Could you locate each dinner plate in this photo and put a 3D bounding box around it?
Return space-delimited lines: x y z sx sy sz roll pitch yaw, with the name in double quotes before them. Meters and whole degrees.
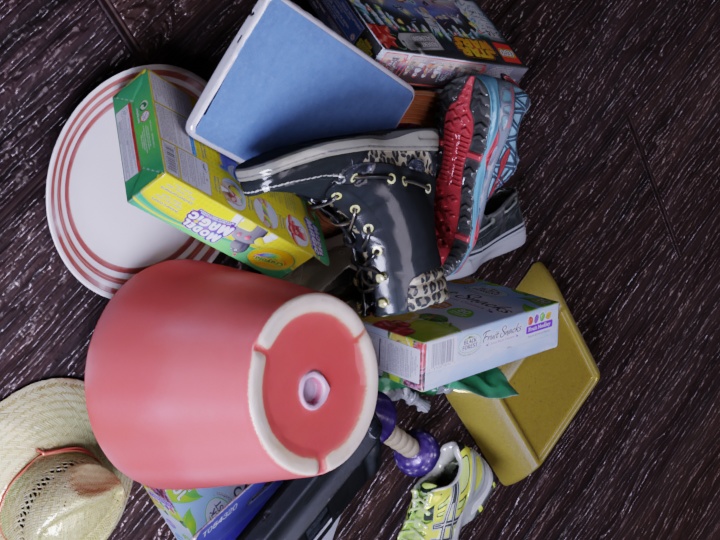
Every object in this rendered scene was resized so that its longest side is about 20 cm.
"dinner plate" -0.180 -0.073 1.133 0.199 0.024 0.202 -16 113 -42

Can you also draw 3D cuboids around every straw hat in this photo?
"straw hat" -0.245 0.195 1.108 0.200 0.085 0.203 -16 113 -41

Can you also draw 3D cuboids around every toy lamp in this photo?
"toy lamp" 0.027 0.159 1.337 0.059 0.058 0.200 -64 155 -8

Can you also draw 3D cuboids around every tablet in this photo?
"tablet" -0.044 -0.133 1.108 0.200 0.014 0.131 26 98 -49

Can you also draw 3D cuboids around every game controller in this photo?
"game controller" -0.046 0.203 1.150 0.200 0.042 0.105 -48 158 -27

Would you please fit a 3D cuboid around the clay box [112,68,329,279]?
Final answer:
"clay box" -0.110 -0.070 1.106 0.047 0.116 0.200 -33 140 24

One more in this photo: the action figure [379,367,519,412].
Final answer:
"action figure" 0.052 0.109 1.384 0.199 0.118 0.055 1 114 -37

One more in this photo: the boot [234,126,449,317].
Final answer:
"boot" -0.004 -0.034 1.106 0.203 0.073 0.155 -13 98 -41

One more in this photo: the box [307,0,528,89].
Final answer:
"box" 0.048 -0.226 1.235 0.199 0.137 0.040 -2 141 -45

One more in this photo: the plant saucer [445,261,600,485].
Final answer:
"plant saucer" 0.204 0.128 1.567 0.200 0.048 0.200 -51 132 -20

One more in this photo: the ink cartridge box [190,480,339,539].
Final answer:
"ink cartridge box" -0.082 0.245 1.205 0.196 0.043 0.201 -38 157 -38

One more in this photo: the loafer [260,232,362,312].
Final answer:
"loafer" 0.000 0.000 1.280 0.199 0.068 0.076 -23 147 -24

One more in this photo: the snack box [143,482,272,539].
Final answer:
"snack box" -0.100 0.176 1.272 0.200 0.053 0.143 -44 129 -27

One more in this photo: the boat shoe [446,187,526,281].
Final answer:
"boat shoe" 0.101 -0.039 1.405 0.200 0.072 0.072 -27 112 -49

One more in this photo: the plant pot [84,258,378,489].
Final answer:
"plant pot" -0.095 0.089 1.099 0.200 0.176 0.202 0 90 -46

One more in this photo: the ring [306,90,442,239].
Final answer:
"ring" 0.014 -0.094 1.259 0.199 0.019 0.201 -19 145 -14

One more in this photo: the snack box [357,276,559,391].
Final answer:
"snack box" 0.080 0.057 1.340 0.199 0.142 0.053 -12 112 -42

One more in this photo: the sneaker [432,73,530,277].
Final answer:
"sneaker" 0.109 -0.082 1.239 0.095 0.079 0.201 -12 129 -42

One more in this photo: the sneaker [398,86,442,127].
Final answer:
"sneaker" 0.044 -0.177 1.283 0.199 0.081 0.089 -1 105 -46

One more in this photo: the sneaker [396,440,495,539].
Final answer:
"sneaker" 0.071 0.274 1.471 0.077 0.075 0.201 53 55 -33
